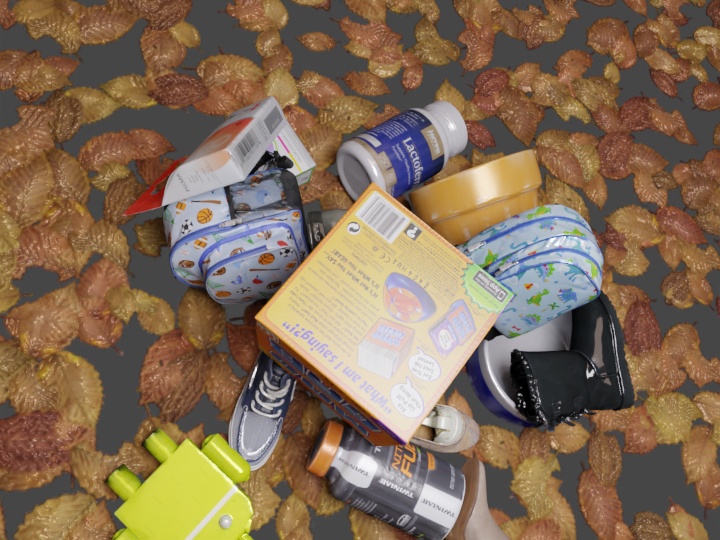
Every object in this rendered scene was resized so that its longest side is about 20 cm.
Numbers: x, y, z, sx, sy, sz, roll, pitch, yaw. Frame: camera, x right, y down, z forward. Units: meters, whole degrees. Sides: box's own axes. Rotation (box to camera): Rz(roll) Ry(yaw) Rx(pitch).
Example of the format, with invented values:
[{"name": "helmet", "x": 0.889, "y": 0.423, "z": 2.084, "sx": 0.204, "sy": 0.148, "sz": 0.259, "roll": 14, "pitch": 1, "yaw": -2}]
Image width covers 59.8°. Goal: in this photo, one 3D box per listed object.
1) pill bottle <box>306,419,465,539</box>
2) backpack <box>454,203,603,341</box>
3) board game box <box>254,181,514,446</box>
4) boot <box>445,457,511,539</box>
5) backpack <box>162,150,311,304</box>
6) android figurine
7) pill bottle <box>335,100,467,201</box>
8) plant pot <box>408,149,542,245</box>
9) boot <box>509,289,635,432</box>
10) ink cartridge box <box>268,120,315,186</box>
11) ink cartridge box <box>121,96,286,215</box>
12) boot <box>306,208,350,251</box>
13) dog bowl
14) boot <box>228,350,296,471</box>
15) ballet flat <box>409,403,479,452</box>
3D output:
[{"name": "pill bottle", "x": 0.030, "y": 0.274, "z": 0.835, "sx": 0.199, "sy": 0.106, "sz": 0.107, "roll": 27, "pitch": 66, "yaw": -5}, {"name": "backpack", "x": 0.215, "y": 0.003, "z": 0.823, "sx": 0.200, "sy": 0.154, "sz": 0.163, "roll": -36, "pitch": 123, "yaw": 12}, {"name": "board game box", "x": 0.016, "y": 0.063, "z": 0.740, "sx": 0.200, "sy": 0.200, "sz": 0.200, "roll": 39, "pitch": 72, "yaw": 4}, {"name": "boot", "x": 0.183, "y": 0.384, "z": 0.866, "sx": 0.146, "sy": 0.070, "sz": 0.201, "roll": 29, "pitch": 67, "yaw": -11}, {"name": "backpack", "x": -0.166, "y": -0.040, "z": 0.853, "sx": 0.189, "sy": 0.200, "sz": 0.155, "roll": -9, "pitch": 59, "yaw": -2}, {"name": "android figurine", "x": -0.218, "y": 0.300, "z": 0.786, "sx": 0.200, "sy": 0.041, "sz": 0.182, "roll": 45, "pitch": 73, "yaw": 4}, {"name": "pill bottle", "x": 0.069, "y": -0.190, "z": 1.003, "sx": 0.200, "sy": 0.116, "sz": 0.116, "roll": -33, "pitch": 82, "yaw": -23}, {"name": "plant pot", "x": 0.196, "y": -0.065, "z": 0.966, "sx": 0.199, "sy": 0.200, "sz": 0.184, "roll": -21, "pitch": 93, "yaw": -21}, {"name": "boot", "x": 0.292, "y": 0.124, "z": 0.896, "sx": 0.162, "sy": 0.073, "sz": 0.199, "roll": -5, "pitch": 73, "yaw": -14}, {"name": "ink cartridge box", "x": -0.179, "y": -0.149, "z": 0.951, "sx": 0.200, "sy": 0.059, "sz": 0.104, "roll": -30, "pitch": 81, "yaw": -23}, {"name": "ink cartridge box", "x": -0.211, "y": -0.152, "z": 0.822, "sx": 0.162, "sy": 0.199, "sz": 0.050, "roll": -69, "pitch": 142, "yaw": -50}, {"name": "boot", "x": 0.000, "y": 0.000, "z": 0.892, "sx": 0.130, "sy": 0.068, "sz": 0.201, "roll": -8, "pitch": 92, "yaw": 1}, {"name": "dog bowl", "x": 0.266, "y": 0.137, "z": 0.963, "sx": 0.199, "sy": 0.079, "sz": 0.201, "roll": 5, "pitch": 71, "yaw": -14}, {"name": "boot", "x": -0.125, "y": 0.164, "z": 0.838, "sx": 0.072, "sy": 0.090, "sz": 0.201, "roll": 17, "pitch": 68, "yaw": -9}, {"name": "ballet flat", "x": 0.087, "y": 0.216, "z": 0.892, "sx": 0.199, "sy": 0.067, "sz": 0.068, "roll": 13, "pitch": 69, "yaw": -11}]
